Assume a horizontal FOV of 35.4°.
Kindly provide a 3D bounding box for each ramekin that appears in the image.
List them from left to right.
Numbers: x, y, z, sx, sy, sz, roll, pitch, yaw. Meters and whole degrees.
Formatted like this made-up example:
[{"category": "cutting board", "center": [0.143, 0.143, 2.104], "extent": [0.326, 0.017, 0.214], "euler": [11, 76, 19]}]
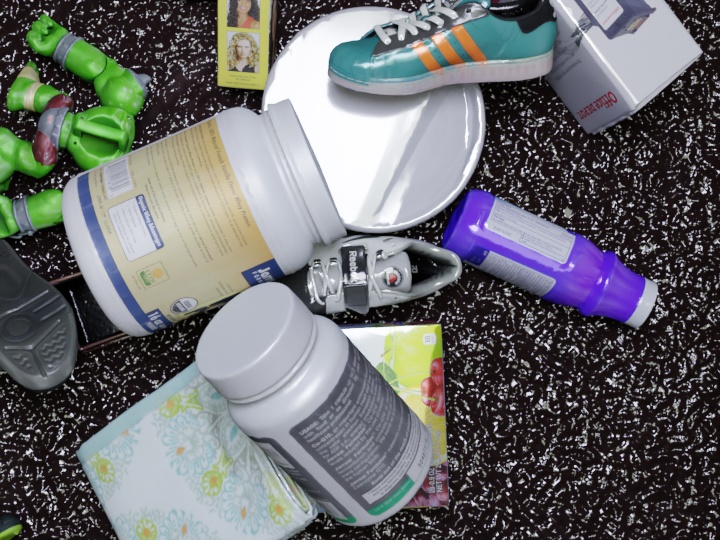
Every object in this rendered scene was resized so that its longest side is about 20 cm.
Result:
[{"category": "ramekin", "center": [0.010, -0.132, 1.039], "extent": [0.201, 0.094, 0.204], "euler": [0, 88, -3]}]

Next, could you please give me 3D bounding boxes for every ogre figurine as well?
[{"category": "ogre figurine", "center": [-0.264, -0.120, 1.020], "extent": [0.119, 0.098, 0.201], "euler": [13, 61, 1]}]

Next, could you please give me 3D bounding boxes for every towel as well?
[{"category": "towel", "center": [-0.148, 0.187, 1.002], "extent": [0.200, 0.048, 0.172], "euler": [-35, 75, 23]}]

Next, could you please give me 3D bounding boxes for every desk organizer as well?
[{"category": "desk organizer", "center": [-0.177, 0.012, 1.034], "extent": [0.199, 0.077, 0.072], "euler": [-19, 90, -3]}]

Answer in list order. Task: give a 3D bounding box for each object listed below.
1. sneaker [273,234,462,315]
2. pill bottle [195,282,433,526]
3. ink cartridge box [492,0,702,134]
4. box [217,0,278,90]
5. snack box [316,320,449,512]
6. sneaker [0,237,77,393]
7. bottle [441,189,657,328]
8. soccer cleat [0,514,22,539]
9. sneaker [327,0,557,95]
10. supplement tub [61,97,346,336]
[{"category": "sneaker", "center": [0.000, 0.000, 1.000], "extent": [0.199, 0.088, 0.075], "euler": [-10, 93, -29]}, {"category": "pill bottle", "center": [-0.036, 0.109, 0.915], "extent": [0.113, 0.113, 0.200], "euler": [-41, 123, -3]}, {"category": "ink cartridge box", "center": [0.198, -0.234, 1.026], "extent": [0.084, 0.145, 0.200], "euler": [-38, 91, -4]}, {"category": "box", "center": [-0.098, -0.266, 0.995], "extent": [0.050, 0.075, 0.201], "euler": [4, 127, 0]}, {"category": "snack box", "center": [-0.022, 0.135, 1.046], "extent": [0.199, 0.068, 0.170], "euler": [-3, 90, -1]}, {"category": "sneaker", "center": [-0.295, 0.061, 0.990], "extent": [0.076, 0.199, 0.115], "euler": [-30, 135, -25]}, {"category": "bottle", "center": [0.177, -0.008, 1.051], "extent": [0.199, 0.084, 0.066], "euler": [24, 80, -2]}, {"category": "soccer cleat", "center": [-0.410, 0.251, 1.026], "extent": [0.199, 0.068, 0.081], "euler": [-21, 77, -3]}, {"category": "sneaker", "center": [0.068, -0.201, 0.949], "extent": [0.199, 0.071, 0.080], "euler": [-9, 124, -11]}, {"category": "supplement tub", "center": [-0.124, -0.046, 0.921], "extent": [0.199, 0.144, 0.145], "euler": [-23, 90, 2]}]
